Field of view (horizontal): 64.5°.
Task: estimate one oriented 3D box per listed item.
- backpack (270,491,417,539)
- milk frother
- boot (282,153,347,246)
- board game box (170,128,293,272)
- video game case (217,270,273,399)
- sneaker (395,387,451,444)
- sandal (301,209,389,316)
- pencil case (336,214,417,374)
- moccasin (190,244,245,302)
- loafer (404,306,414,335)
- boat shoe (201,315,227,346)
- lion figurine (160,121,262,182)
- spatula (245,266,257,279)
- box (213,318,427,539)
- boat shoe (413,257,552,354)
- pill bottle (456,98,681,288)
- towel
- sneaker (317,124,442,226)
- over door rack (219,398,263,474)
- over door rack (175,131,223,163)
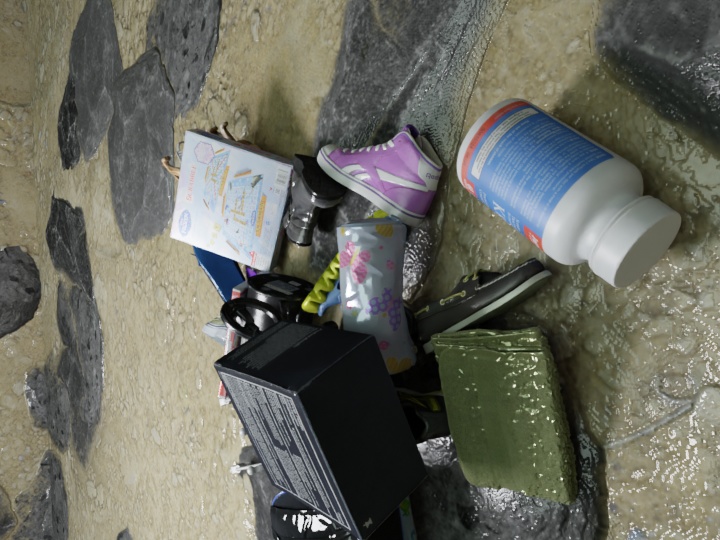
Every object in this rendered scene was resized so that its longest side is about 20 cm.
[{"bbox_3d":[-0.022,0.379,0.800,0.200,0.147,0.184,-16,81,44],"label":"backpack"},{"bbox_3d":[-0.153,0.121,0.898,0.180,0.200,0.189,26,111,44],"label":"milk frother"},{"bbox_3d":[-0.074,-0.093,0.877,0.200,0.070,0.132,-115,37,-65],"label":"boot"},{"bbox_3d":[-0.223,-0.122,0.999,0.199,0.041,0.200,20,112,7],"label":"board game box"},{"bbox_3d":[-0.201,0.108,1.008,0.017,0.143,0.201,14,106,10],"label":"video game case"},{"bbox_3d":[0.049,0.193,0.758,0.200,0.084,0.075,-24,73,46],"label":"sneaker"},{"bbox_3d":[0.000,0.000,0.826,0.087,0.080,0.200,35,116,0],"label":"sandal"},{"bbox_3d":[0.019,0.032,0.723,0.090,0.083,0.201,-3,94,28],"label":"pencil case"},{"bbox_3d":[-0.275,-0.007,1.099,0.200,0.080,0.068,69,163,3],"label":"moccasin"},{"bbox_3d":[0.009,0.124,0.816,0.072,0.063,0.200,39,107,10],"label":"loafer"},{"bbox_3d":[-0.254,0.115,1.112,0.062,0.072,0.200,-58,21,-18],"label":"boat shoe"},{"bbox_3d":[-0.265,-0.190,1.050,0.200,0.073,0.123,-23,106,23],"label":"lion figurine"},{"bbox_3d":[-0.190,-0.038,1.065,0.056,0.021,0.201,27,111,49],"label":"spatula"},{"bbox_3d":[-0.049,0.179,0.692,0.198,0.123,0.200,3,120,52],"label":"box"},{"bbox_3d":[0.131,0.034,0.667,0.201,0.072,0.061,-42,66,44],"label":"boat shoe"},{"bbox_3d":[0.197,-0.076,0.557,0.200,0.112,0.112,49,126,37],"label":"pill bottle"},{"bbox_3d":[0.160,0.158,0.634,0.148,0.036,0.201,-6,103,43],"label":"towel"},{"bbox_3d":[0.030,-0.155,0.781,0.200,0.073,0.115,35,114,30],"label":"sneaker"},{"bbox_3d":[-0.206,0.296,1.055,0.200,0.066,0.148,-27,71,46],"label":"over door rack"},{"bbox_3d":[-0.296,-0.172,1.155,0.148,0.067,0.201,1,106,48],"label":"over door rack"}]
